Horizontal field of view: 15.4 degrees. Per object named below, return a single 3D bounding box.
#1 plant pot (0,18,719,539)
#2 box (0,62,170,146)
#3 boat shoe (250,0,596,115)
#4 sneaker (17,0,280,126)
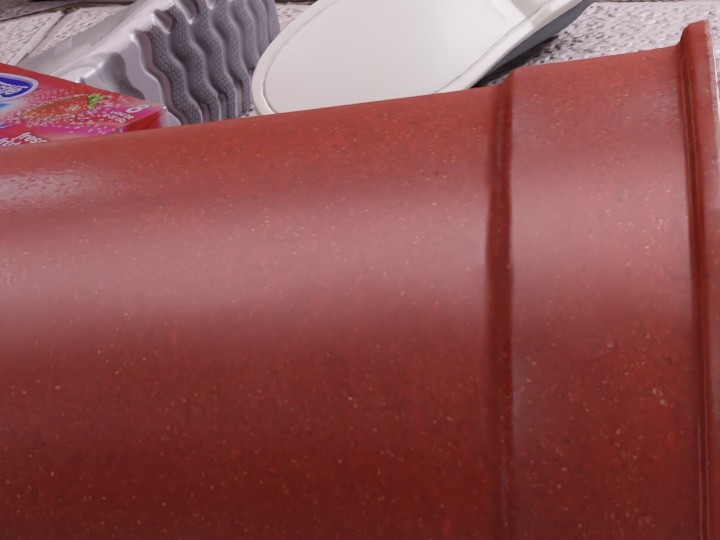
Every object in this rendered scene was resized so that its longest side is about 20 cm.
[{"bbox_3d":[-0.009,0.042,0.656,0.194,0.202,0.201,-2,23,5],"label":"plant pot"},{"bbox_3d":[-0.154,-0.019,1.048,0.095,0.100,0.200,-26,25,-31],"label":"box"},{"bbox_3d":[0.032,-0.104,1.237,0.199,0.073,0.062,-31,-15,-24],"label":"boat shoe"},{"bbox_3d":[-0.119,-0.091,1.236,0.082,0.075,0.200,12,33,43],"label":"sneaker"}]
